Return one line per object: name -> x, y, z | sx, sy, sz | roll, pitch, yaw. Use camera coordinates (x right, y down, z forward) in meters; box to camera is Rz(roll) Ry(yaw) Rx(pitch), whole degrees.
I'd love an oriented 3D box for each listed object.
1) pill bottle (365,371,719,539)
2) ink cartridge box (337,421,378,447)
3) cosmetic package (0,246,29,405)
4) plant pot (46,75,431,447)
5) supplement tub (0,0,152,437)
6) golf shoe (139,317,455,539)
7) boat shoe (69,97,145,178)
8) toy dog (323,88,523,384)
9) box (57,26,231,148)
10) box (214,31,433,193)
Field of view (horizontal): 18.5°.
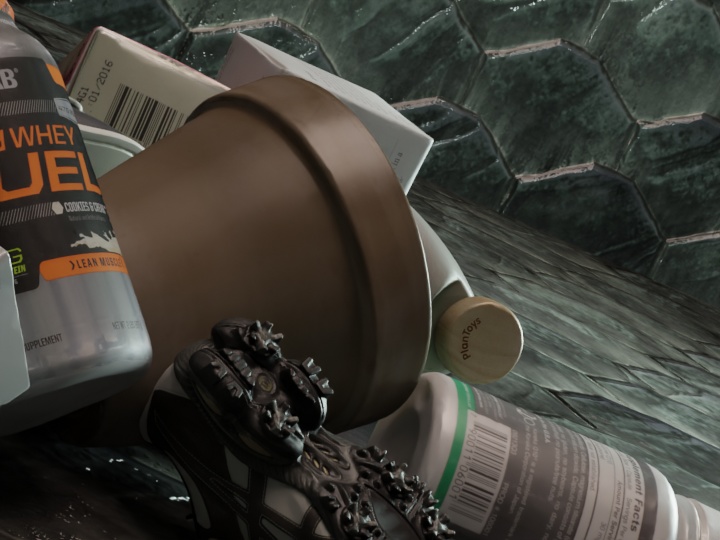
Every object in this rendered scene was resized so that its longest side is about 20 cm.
pill bottle -> 0.102, 0.143, 1.217 | 0.200, 0.113, 0.113 | 25, 8, -16
ink cartridge box -> -0.050, 0.036, 1.340 | 0.197, 0.047, 0.200 | 26, 42, 1
cosmetic package -> -0.249, 0.003, 0.930 | 0.200, 0.081, 0.113 | 31, 49, 32
plant pot -> -0.091, 0.011, 1.173 | 0.173, 0.200, 0.200 | -18, 34, -31
supplement tub -> -0.182, -0.028, 1.035 | 0.200, 0.122, 0.123 | 70, 17, 8
golf shoe -> -0.027, 0.119, 1.084 | 0.200, 0.094, 0.078 | 52, 36, 1
boat shoe -> -0.190, -0.073, 1.304 | 0.200, 0.074, 0.060 | 17, 29, -52
toy dog -> 0.000, 0.000, 1.277 | 0.200, 0.096, 0.132 | 49, -12, 0
box -> -0.175, -0.084, 1.591 | 0.128, 0.109, 0.200 | 25, -14, -16
box -> -0.064, -0.055, 1.670 | 0.131, 0.199, 0.200 | 24, 8, -17
